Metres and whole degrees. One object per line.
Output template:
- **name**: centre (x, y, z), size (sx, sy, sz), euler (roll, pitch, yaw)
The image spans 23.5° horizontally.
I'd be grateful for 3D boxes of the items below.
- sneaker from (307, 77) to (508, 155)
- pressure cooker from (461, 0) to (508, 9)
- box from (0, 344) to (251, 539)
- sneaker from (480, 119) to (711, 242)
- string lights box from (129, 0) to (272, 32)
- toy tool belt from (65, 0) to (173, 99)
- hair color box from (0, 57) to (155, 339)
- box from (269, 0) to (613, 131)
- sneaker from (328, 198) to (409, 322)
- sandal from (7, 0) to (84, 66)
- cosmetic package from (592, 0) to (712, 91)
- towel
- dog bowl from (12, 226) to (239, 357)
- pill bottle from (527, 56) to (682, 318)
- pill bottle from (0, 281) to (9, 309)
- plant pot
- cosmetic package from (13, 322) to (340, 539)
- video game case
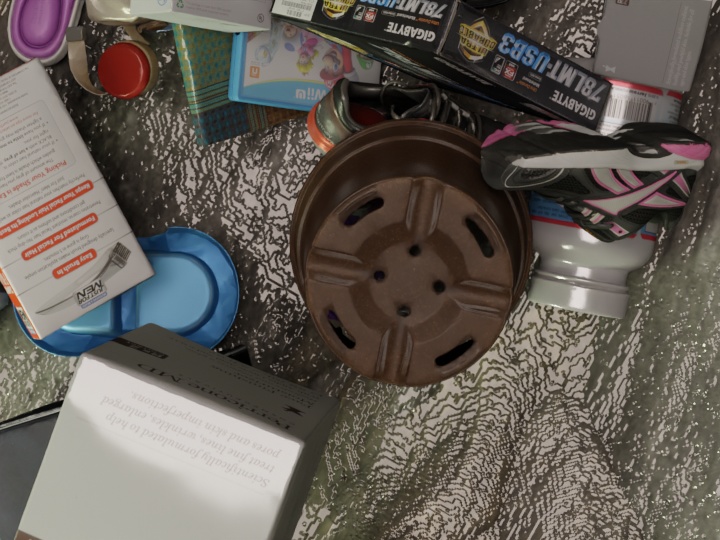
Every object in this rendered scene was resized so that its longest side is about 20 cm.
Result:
- **sneaker**: centre (0.059, -0.113, 1.423), size (0.198, 0.082, 0.078), euler (8, 62, -13)
- **pressure cooker**: centre (0.076, -0.313, 1.398), size (0.174, 0.178, 0.202), euler (18, 93, 21)
- **box**: centre (-0.186, 0.151, 1.423), size (0.195, 0.200, 0.125), euler (-15, 90, 7)
- **sneaker**: centre (0.180, -0.061, 1.307), size (0.198, 0.080, 0.087), euler (-1, 109, -27)
- **string lights box**: centre (-0.117, -0.294, 1.354), size (0.059, 0.102, 0.202), euler (5, 90, 47)
- **toy tool belt**: centre (-0.181, -0.248, 1.461), size (0.124, 0.123, 0.202), euler (-2, 97, 18)
- **hair color box**: centre (-0.266, -0.057, 1.413), size (0.110, 0.064, 0.201), euler (-30, 97, -16)
- **box**: centre (0.063, -0.174, 1.349), size (0.198, 0.199, 0.050), euler (24, 94, 45)
- **sneaker**: centre (0.000, 0.000, 1.464), size (0.088, 0.080, 0.202), euler (-25, 86, 23)
- **sandal**: centre (-0.268, -0.280, 1.499), size (0.082, 0.050, 0.205), euler (2, 91, 7)
- **cosmetic package**: centre (0.242, -0.251, 1.364), size (0.089, 0.107, 0.201), euler (10, 56, 6)
- **towel**: centre (-0.099, -0.216, 1.431), size (0.022, 0.146, 0.202), euler (5, 110, 48)
- **dog bowl**: centre (-0.198, 0.020, 1.495), size (0.198, 0.050, 0.113), euler (1, 87, 6)
- **pill bottle**: centre (0.195, -0.067, 1.418), size (0.108, 0.109, 0.202), euler (11, 92, 6)
- **pill bottle**: centre (-0.351, -0.025, 1.483), size (0.112, 0.113, 0.202), euler (7, 92, 7)
- **plant pot**: centre (0.036, -0.006, 1.307), size (0.198, 0.198, 0.202), euler (0, 99, 3)
- **cosmetic package**: centre (-0.125, 0.150, 1.215), size (0.163, 0.200, 0.166), euler (21, 96, 4)
- **video game case**: centre (-0.038, -0.235, 1.445), size (0.142, 0.018, 0.202), euler (4, 92, -36)
